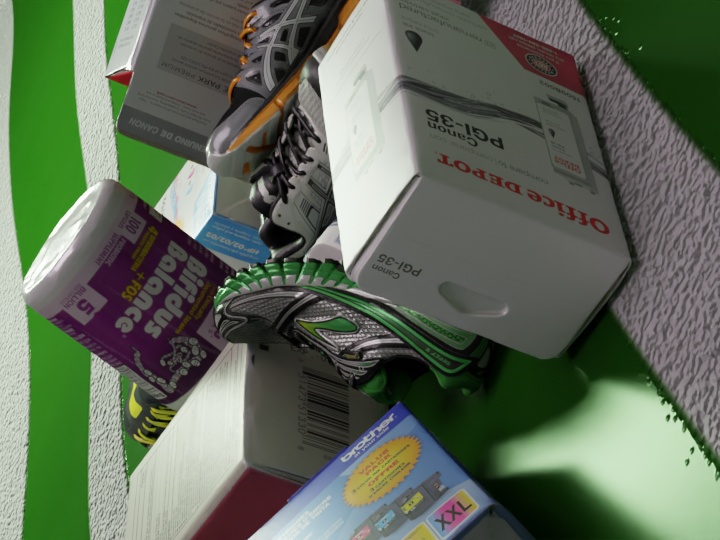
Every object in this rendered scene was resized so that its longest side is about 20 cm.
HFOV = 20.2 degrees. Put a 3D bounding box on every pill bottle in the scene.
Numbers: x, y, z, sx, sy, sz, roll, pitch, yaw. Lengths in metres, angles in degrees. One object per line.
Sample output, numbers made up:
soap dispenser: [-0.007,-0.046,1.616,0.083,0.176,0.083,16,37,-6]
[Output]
pill bottle: [-0.140,0.033,1.484,0.112,0.199,0.113,-47,18,20]

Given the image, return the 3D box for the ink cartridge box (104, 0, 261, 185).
ink cartridge box: [-0.080,-0.152,1.512,0.084,0.199,0.177,4,74,69]

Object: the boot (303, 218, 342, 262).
boot: [0.000,0.000,1.394,0.090,0.073,0.200,-47,-1,-26]

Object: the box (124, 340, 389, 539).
box: [-0.072,0.149,1.360,0.200,0.108,0.129,-52,28,40]

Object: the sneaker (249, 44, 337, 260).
sneaker: [-0.034,-0.068,1.387,0.076,0.087,0.201,59,163,32]

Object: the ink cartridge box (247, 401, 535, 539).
ink cartridge box: [0.013,0.160,1.118,0.136,0.076,0.200,-42,20,-3]

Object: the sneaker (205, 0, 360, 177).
sneaker: [-0.057,-0.150,1.434,0.201,0.077,0.078,-55,-8,-25]

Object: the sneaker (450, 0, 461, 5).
sneaker: [0.047,-0.151,1.380,0.083,0.070,0.200,-67,23,12]

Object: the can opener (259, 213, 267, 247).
can opener: [-0.044,-0.029,1.549,0.066,0.053,0.201,-28,35,9]

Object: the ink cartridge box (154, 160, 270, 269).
ink cartridge box: [-0.136,-0.024,1.728,0.200,0.067,0.116,-50,29,44]

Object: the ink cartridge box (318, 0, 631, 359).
ink cartridge box: [0.062,-0.062,1.156,0.083,0.145,0.201,-55,27,32]

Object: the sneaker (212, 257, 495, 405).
sneaker: [-0.009,0.037,1.246,0.198,0.078,0.086,1,82,32]

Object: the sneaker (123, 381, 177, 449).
sneaker: [-0.155,0.110,1.670,0.200,0.074,0.086,178,103,-79]
